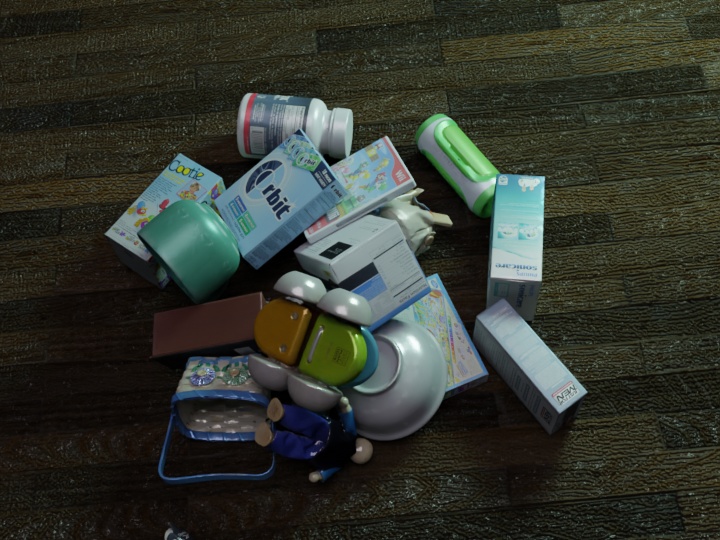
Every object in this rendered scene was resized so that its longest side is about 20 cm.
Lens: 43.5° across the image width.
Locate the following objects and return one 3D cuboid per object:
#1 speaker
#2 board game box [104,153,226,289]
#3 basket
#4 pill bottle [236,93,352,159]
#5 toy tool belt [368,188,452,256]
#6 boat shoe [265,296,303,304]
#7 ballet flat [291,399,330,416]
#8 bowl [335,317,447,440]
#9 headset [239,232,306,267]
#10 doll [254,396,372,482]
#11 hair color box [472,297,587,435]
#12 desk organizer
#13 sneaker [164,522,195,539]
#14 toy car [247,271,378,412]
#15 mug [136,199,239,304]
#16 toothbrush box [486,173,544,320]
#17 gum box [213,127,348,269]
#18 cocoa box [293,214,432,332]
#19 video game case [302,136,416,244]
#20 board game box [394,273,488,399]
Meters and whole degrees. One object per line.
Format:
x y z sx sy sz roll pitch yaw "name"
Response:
0.184 -0.189 1.625 0.088 0.089 0.200 -31 64 -13 "speaker"
-0.333 -0.087 1.592 0.105 0.103 0.200 30 68 20 "board game box"
-0.215 0.231 1.391 0.175 0.139 0.201 -3 55 2 "basket"
-0.118 -0.259 1.663 0.198 0.120 0.120 6 62 6 "pill bottle"
0.054 -0.105 1.580 0.123 0.125 0.200 -28 48 -34 "toy tool belt"
-0.168 0.083 1.507 0.200 0.070 0.072 -36 71 -11 "boat shoe"
-0.088 0.162 1.460 0.071 0.072 0.201 -6 61 1 "ballet flat"
0.031 0.158 1.413 0.200 0.090 0.202 -7 67 17 "bowl"
-0.145 -0.092 1.588 0.123 0.094 0.201 32 84 19 "headset"
-0.056 0.251 1.357 0.048 0.199 0.137 23 87 55 "doll"
0.263 0.151 1.426 0.060 0.099 0.200 -32 64 -14 "hair color box"
-0.231 0.098 1.443 0.199 0.072 0.078 -11 65 17 "desk organizer"
-0.231 0.417 1.324 0.198 0.080 0.130 -27 71 1 "sneaker"
-0.057 0.109 1.331 0.199 0.150 0.176 20 87 37 "toy car"
-0.269 -0.036 1.466 0.114 0.185 0.152 -42 88 -12 "mug"
0.257 -0.037 1.503 0.085 0.147 0.201 3 63 6 "toothbrush box"
-0.138 -0.124 1.523 0.200 0.045 0.170 -38 46 5 "gum box"
0.000 0.000 1.453 0.133 0.200 0.132 -33 107 -13 "cocoa box"
-0.019 -0.138 1.519 0.199 0.017 0.143 -28 43 3 "video game case"
0.108 0.116 1.492 0.134 0.034 0.201 -21 62 -8 "board game box"
